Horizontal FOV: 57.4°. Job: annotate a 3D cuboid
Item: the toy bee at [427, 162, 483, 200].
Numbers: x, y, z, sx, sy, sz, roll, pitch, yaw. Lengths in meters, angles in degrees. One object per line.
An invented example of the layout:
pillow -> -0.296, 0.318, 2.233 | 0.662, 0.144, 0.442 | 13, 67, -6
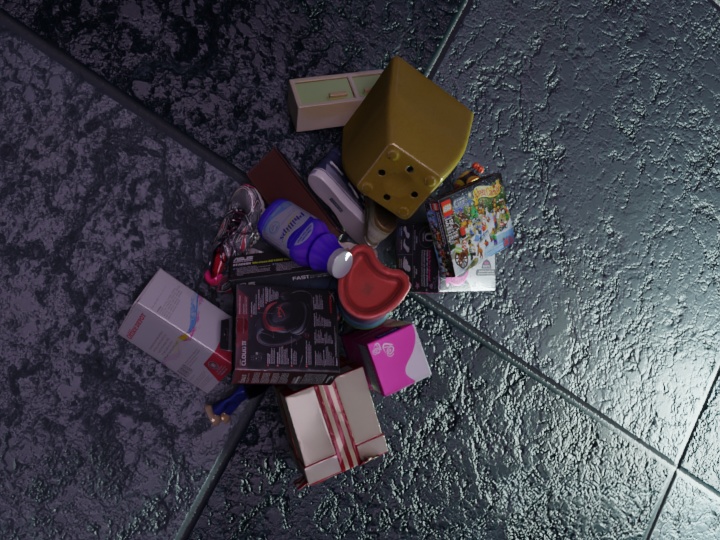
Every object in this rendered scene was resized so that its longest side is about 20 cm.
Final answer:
toy bee -> 0.230, -0.153, 1.330 | 0.130, 0.198, 0.110 | 41, 107, 26

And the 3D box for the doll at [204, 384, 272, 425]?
doll -> -0.189, 0.209, 1.217 | 0.198, 0.136, 0.049 | -36, 77, 8

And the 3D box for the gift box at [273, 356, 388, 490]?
gift box -> -0.062, 0.287, 1.220 | 0.179, 0.200, 0.193 | -18, 96, -11

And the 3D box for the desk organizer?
desk organizer -> -0.122, -0.126, 1.238 | 0.076, 0.072, 0.202 | -39, 79, 6

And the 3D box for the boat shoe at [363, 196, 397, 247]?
boat shoe -> 0.037, -0.131, 1.283 | 0.072, 0.063, 0.204 | 25, 41, -21

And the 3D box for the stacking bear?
stacking bear -> 0.010, 0.053, 1.185 | 0.120, 0.201, 0.115 | 35, 76, 7

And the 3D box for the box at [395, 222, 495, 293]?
box -> 0.172, -0.023, 1.292 | 0.196, 0.113, 0.137 | 1, 89, -45

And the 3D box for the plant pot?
plant pot -> 0.078, -0.216, 1.193 | 0.191, 0.196, 0.203 | 29, 40, -17

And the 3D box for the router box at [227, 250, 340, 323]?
router box -> -0.134, 0.037, 1.202 | 0.193, 0.063, 0.153 | -8, 135, -4

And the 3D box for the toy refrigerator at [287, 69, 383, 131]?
toy refrigerator -> -0.039, -0.333, 1.278 | 0.194, 0.071, 0.078 | -10, 60, -17

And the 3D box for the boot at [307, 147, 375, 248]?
boot -> -0.013, -0.143, 1.303 | 0.201, 0.072, 0.091 | 50, 57, -22

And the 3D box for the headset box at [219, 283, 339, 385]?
headset box -> -0.138, 0.109, 1.111 | 0.193, 0.075, 0.153 | 3, 63, -16

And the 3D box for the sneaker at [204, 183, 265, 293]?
sneaker -> -0.231, -0.060, 1.215 | 0.078, 0.075, 0.207 | 11, 84, 18

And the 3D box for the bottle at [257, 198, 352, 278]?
bottle -> -0.093, -0.051, 1.120 | 0.084, 0.198, 0.066 | -49, 142, -9

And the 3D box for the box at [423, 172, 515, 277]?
box -> 0.206, -0.087, 1.217 | 0.197, 0.037, 0.141 | -26, 106, -40

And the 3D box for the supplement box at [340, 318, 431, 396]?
supplement box -> 0.043, 0.159, 1.247 | 0.099, 0.199, 0.106 | -21, 96, -16

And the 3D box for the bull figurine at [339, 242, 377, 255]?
bull figurine -> 0.000, 0.000, 1.292 | 0.203, 0.119, 0.065 | 59, 33, -16

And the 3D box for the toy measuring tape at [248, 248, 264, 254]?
toy measuring tape -> -0.141, -0.009, 1.260 | 0.195, 0.073, 0.076 | 21, 84, -16

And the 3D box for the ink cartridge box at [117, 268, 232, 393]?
ink cartridge box -> -0.310, 0.110, 1.161 | 0.198, 0.147, 0.087 | 38, 49, -12
